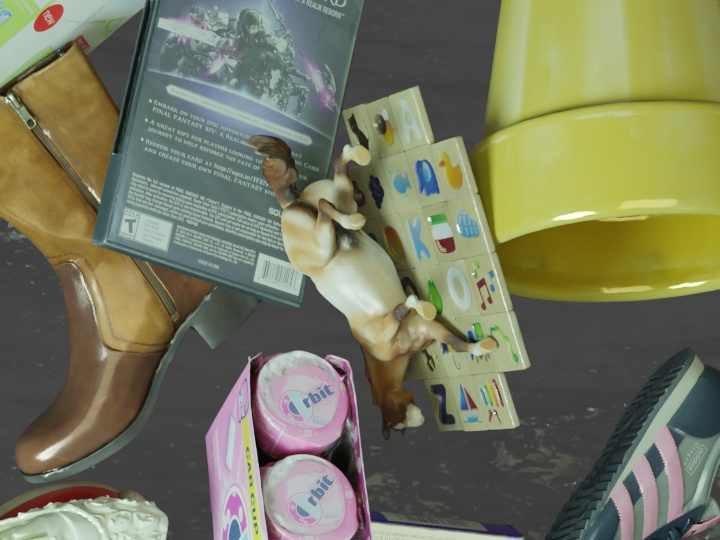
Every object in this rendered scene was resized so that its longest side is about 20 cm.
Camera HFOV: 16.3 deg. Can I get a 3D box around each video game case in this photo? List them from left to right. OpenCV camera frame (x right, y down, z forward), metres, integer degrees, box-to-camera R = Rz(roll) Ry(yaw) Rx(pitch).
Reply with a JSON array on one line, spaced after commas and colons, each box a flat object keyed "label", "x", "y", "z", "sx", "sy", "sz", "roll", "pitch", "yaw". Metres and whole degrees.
[{"label": "video game case", "x": -0.073, "y": -0.093, "z": 1.467, "sx": 0.142, "sy": 0.019, "sz": 0.201, "roll": 19, "pitch": 77, "yaw": -35}]

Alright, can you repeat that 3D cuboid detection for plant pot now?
[{"label": "plant pot", "x": 0.153, "y": -0.096, "z": 1.460, "sx": 0.199, "sy": 0.201, "sz": 0.190, "roll": -2, "pitch": 74, "yaw": -5}]

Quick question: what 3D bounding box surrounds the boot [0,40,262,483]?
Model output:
[{"label": "boot", "x": -0.175, "y": 0.000, "z": 1.447, "sx": 0.188, "sy": 0.068, "sz": 0.200, "roll": -42, "pitch": 116, "yaw": -5}]

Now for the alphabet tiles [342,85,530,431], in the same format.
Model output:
[{"label": "alphabet tiles", "x": 0.040, "y": -0.004, "z": 1.457, "sx": 0.006, "sy": 0.166, "sz": 0.201, "roll": -18, "pitch": 92, "yaw": -24}]

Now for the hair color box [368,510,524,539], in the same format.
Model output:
[{"label": "hair color box", "x": 0.030, "y": 0.249, "z": 1.507, "sx": 0.109, "sy": 0.065, "sz": 0.201, "roll": 6, "pitch": 91, "yaw": -6}]

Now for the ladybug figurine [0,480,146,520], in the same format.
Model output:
[{"label": "ladybug figurine", "x": -0.192, "y": 0.212, "z": 1.480, "sx": 0.135, "sy": 0.072, "sz": 0.200, "roll": 34, "pitch": 87, "yaw": -4}]

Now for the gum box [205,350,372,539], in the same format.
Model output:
[{"label": "gum box", "x": -0.039, "y": 0.154, "z": 1.436, "sx": 0.066, "sy": 0.114, "sz": 0.201, "roll": 1, "pitch": 64, "yaw": -17}]

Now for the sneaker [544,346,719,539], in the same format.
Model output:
[{"label": "sneaker", "x": 0.171, "y": 0.147, "z": 1.505, "sx": 0.082, "sy": 0.070, "sz": 0.200, "roll": 37, "pitch": 79, "yaw": -8}]

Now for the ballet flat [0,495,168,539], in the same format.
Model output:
[{"label": "ballet flat", "x": -0.205, "y": 0.171, "z": 1.413, "sx": 0.199, "sy": 0.072, "sz": 0.072, "roll": -13, "pitch": 92, "yaw": 0}]

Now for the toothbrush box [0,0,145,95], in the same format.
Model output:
[{"label": "toothbrush box", "x": -0.230, "y": -0.149, "z": 1.427, "sx": 0.200, "sy": 0.146, "sz": 0.086, "roll": -41, "pitch": 70, "yaw": -5}]

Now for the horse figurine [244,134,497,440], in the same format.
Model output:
[{"label": "horse figurine", "x": 0.000, "y": 0.000, "z": 1.447, "sx": 0.050, "sy": 0.132, "sz": 0.200, "roll": -38, "pitch": 96, "yaw": -23}]
